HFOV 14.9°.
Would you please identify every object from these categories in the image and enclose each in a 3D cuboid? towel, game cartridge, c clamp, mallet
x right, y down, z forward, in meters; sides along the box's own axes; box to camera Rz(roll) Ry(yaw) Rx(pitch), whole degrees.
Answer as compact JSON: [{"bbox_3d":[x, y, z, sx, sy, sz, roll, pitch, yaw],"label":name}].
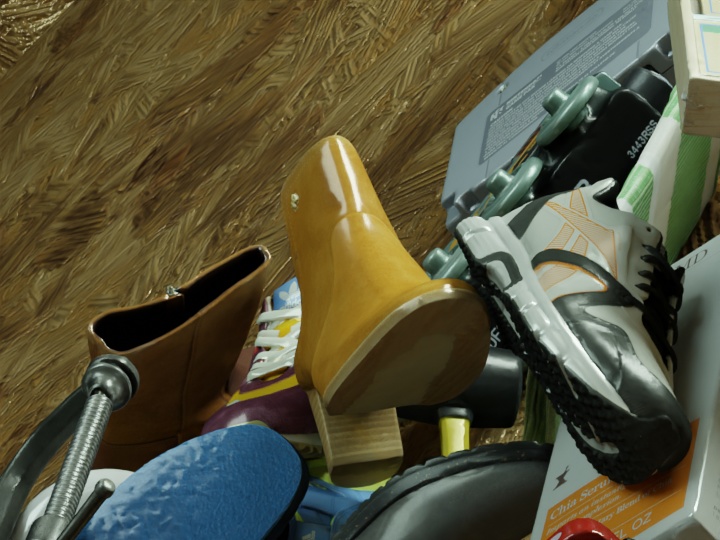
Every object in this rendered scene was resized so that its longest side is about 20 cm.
[{"bbox_3d":[0.126,-0.013,1.298,0.200,0.023,0.153,-57,-17,-27],"label":"towel"},{"bbox_3d":[0.132,-0.108,1.608,0.200,0.040,0.134,-38,23,27],"label":"game cartridge"},{"bbox_3d":[-0.145,0.106,1.294,0.171,0.027,0.200,-49,15,25],"label":"c clamp"},{"bbox_3d":[0.055,0.111,1.279,0.041,0.065,0.201,100,166,-44],"label":"mallet"}]

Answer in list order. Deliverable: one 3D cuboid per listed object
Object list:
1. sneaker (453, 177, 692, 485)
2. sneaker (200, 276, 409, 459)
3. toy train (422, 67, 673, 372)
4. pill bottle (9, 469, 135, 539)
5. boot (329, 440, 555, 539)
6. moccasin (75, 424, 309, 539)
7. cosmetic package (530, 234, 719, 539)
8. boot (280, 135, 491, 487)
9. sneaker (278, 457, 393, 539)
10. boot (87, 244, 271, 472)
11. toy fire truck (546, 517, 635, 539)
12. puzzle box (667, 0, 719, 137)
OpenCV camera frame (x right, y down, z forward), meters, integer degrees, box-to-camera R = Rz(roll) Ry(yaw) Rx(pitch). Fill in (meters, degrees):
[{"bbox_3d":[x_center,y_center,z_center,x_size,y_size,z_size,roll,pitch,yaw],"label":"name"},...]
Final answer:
[{"bbox_3d":[0.099,0.014,1.109,0.080,0.074,0.200,-25,29,-1],"label":"sneaker"},{"bbox_3d":[-0.034,0.049,1.392,0.075,0.091,0.200,-11,0,17],"label":"sneaker"},{"bbox_3d":[0.093,-0.020,1.442,0.200,0.085,0.114,-53,5,-9],"label":"toy train"},{"bbox_3d":[-0.132,0.164,1.411,0.109,0.109,0.200,-51,-3,-15],"label":"pill bottle"},{"bbox_3d":[0.020,0.167,1.185,0.199,0.070,0.132,-30,54,14],"label":"boot"},{"bbox_3d":[-0.104,0.148,1.274,0.200,0.081,0.068,-39,-25,1],"label":"moccasin"},{"bbox_3d":[0.135,0.079,1.127,0.101,0.071,0.200,-36,20,33],"label":"cosmetic package"},{"bbox_3d":[0.001,0.000,1.250,0.201,0.070,0.145,115,146,-62],"label":"boot"},{"bbox_3d":[-0.042,0.124,1.366,0.200,0.105,0.076,-10,73,61],"label":"sneaker"},{"bbox_3d":[-0.073,0.041,1.494,0.188,0.069,0.200,-22,-29,-22],"label":"boot"},{"bbox_3d":[0.115,0.147,0.882,0.129,0.176,0.200,-45,3,6],"label":"toy fire truck"},{"bbox_3d":[0.225,-0.084,1.115,0.133,0.199,0.026,-84,-1,-62],"label":"puzzle box"}]
